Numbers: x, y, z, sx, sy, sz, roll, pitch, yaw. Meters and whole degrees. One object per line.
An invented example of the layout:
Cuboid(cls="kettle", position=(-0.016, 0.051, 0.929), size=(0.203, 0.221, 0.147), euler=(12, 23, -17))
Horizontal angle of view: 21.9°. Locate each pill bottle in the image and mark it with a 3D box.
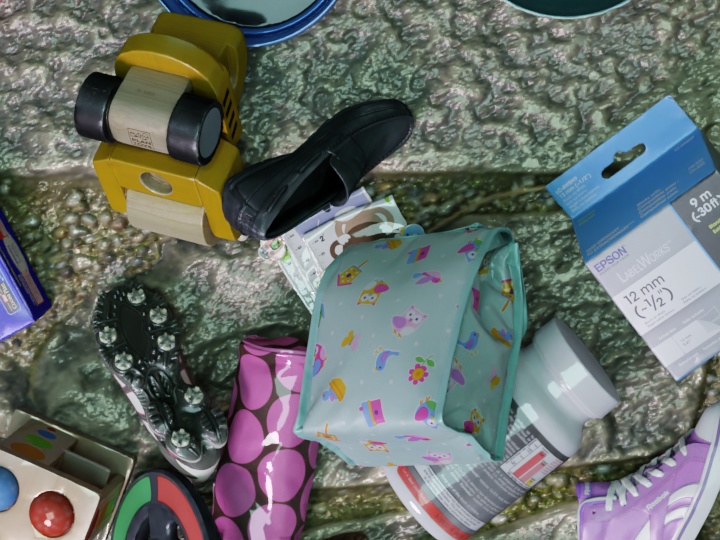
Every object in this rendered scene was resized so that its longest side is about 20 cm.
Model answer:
Cuboid(cls="pill bottle", position=(0.124, 0.140, 1.645), size=(0.200, 0.116, 0.116), euler=(-39, 92, 11))

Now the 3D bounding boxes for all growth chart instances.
Cuboid(cls="growth chart", position=(0.000, 0.000, 1.691), size=(0.144, 0.018, 0.201), euler=(-37, 93, 10))

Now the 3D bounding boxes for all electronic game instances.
Cuboid(cls="electronic game", position=(-0.176, 0.280, 1.682), size=(0.041, 0.199, 0.202), euler=(0, 101, -34))

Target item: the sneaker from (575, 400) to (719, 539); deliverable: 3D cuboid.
Cuboid(cls="sneaker", position=(0.256, 0.193, 1.661), size=(0.114, 0.073, 0.202), euler=(25, 100, 6))

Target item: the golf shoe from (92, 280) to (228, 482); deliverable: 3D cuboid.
Cuboid(cls="golf shoe", position=(-0.187, 0.104, 1.688), size=(0.077, 0.088, 0.201), euler=(-21, 62, -17))

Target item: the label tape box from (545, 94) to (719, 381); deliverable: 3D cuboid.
Cuboid(cls="label tape box", position=(0.271, -0.027, 1.609), size=(0.143, 0.066, 0.200), euler=(-36, 100, 21))

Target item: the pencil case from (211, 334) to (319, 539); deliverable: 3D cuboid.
Cuboid(cls="pencil case", position=(-0.087, 0.157, 1.693), size=(0.093, 0.090, 0.202), euler=(18, 100, 38))

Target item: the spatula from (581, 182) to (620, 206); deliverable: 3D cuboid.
Cuboid(cls="spatula", position=(0.291, -0.043, 1.646), size=(0.198, 0.021, 0.057), euler=(16, 106, 5))

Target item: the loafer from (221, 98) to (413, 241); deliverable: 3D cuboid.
Cuboid(cls="loafer", position=(-0.027, -0.084, 1.616), size=(0.200, 0.068, 0.070), euler=(-31, 51, -25))

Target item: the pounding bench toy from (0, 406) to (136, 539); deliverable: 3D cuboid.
Cuboid(cls="pounding bench toy", position=(-0.310, 0.253, 1.694), size=(0.123, 0.156, 0.201), euler=(23, 101, 3))

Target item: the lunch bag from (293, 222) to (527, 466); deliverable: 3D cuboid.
Cuboid(cls="lunch bag", position=(0.048, 0.059, 1.594), size=(0.169, 0.122, 0.202), euler=(-7, 60, 36))

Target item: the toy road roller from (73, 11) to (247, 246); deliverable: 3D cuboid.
Cuboid(cls="toy road roller", position=(-0.154, -0.132, 1.632), size=(0.122, 0.201, 0.147), euler=(14, 59, 16))

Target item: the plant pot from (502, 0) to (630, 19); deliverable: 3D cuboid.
Cuboid(cls="plant pot", position=(0.176, -0.313, 1.563), size=(0.198, 0.135, 0.202), euler=(1, 98, 7))

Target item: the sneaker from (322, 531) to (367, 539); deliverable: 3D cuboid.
Cuboid(cls="sneaker", position=(-0.075, 0.312, 1.719), size=(0.198, 0.067, 0.091), euler=(-17, 97, 10))

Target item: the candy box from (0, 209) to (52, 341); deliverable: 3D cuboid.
Cuboid(cls="candy box", position=(-0.412, 0.012, 1.712), size=(0.199, 0.077, 0.170), euler=(-27, 95, 9))

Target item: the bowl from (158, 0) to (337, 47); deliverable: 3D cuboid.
Cuboid(cls="bowl", position=(-0.098, -0.299, 1.648), size=(0.199, 0.039, 0.203), euler=(1, 98, 6))
